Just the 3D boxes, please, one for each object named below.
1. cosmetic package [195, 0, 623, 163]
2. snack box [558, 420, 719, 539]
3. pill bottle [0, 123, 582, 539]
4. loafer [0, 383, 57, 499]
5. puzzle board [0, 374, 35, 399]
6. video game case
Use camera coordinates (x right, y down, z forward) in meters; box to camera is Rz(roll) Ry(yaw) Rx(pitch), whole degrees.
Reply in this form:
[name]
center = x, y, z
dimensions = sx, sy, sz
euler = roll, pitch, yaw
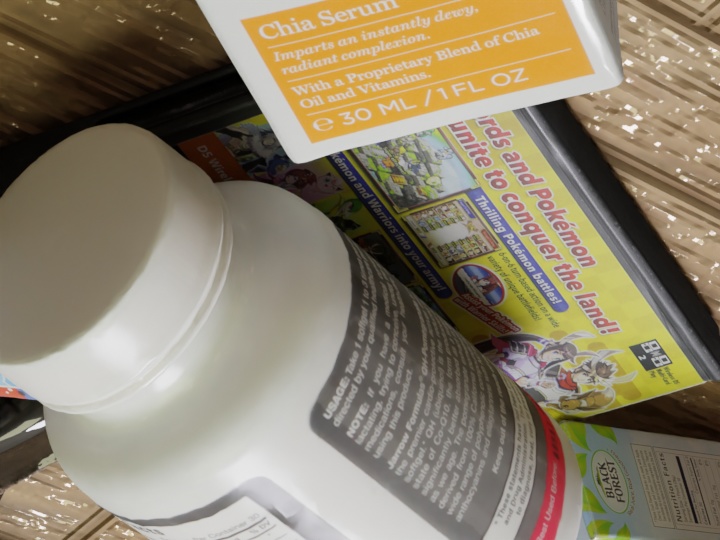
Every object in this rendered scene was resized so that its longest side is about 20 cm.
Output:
[cosmetic package]
center = -0.007, -0.123, 0.691
dimensions = 0.101, 0.072, 0.200
euler = -13, 140, 16
[snack box]
center = 0.081, 0.132, 1.018
dimensions = 0.142, 0.053, 0.200
euler = 10, 142, -31
[pill bottle]
center = -0.027, 0.042, 0.830
dimensions = 0.110, 0.111, 0.200
euler = -24, 136, 27
[loafer]
center = -0.148, 0.058, 0.928
dimensions = 0.071, 0.073, 0.200
euler = 27, 146, -36
[puzzle board]
center = -0.196, -0.025, 0.805
dimensions = 0.150, 0.017, 0.200
euler = 5, 144, 31
[video game case]
center = 0.000, 0.000, 0.888
dimensions = 0.180, 0.026, 0.200
euler = -18, 138, 21
